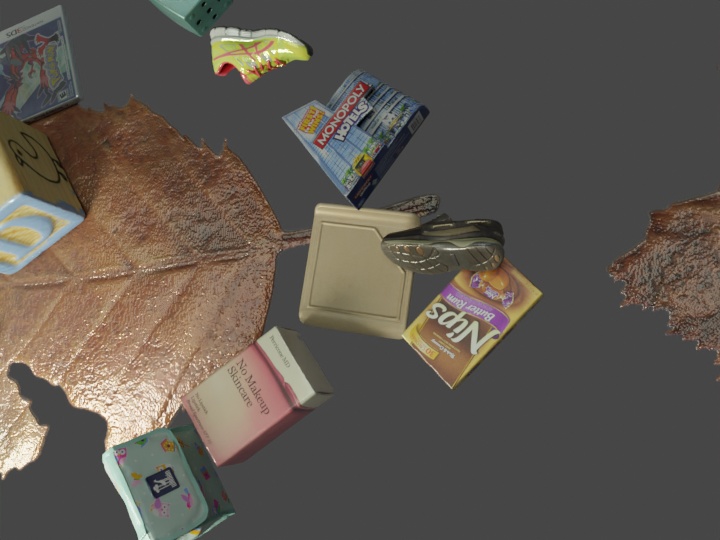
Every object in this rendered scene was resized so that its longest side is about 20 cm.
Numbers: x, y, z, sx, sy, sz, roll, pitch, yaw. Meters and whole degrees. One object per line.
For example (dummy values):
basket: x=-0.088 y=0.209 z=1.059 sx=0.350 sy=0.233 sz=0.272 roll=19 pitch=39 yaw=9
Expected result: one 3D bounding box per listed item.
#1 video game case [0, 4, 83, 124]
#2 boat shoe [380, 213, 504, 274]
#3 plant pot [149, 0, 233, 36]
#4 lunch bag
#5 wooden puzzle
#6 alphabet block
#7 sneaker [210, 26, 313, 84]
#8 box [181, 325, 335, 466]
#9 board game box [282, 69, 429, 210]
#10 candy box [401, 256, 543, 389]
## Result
video game case: x=-0.633 y=-0.391 z=1.482 sx=0.179 sy=0.023 sz=0.204 roll=-18 pitch=77 yaw=12
boat shoe: x=0.128 y=-0.043 z=1.171 sx=0.196 sy=0.075 sz=0.074 roll=3 pitch=53 yaw=25
plant pot: x=-0.333 y=-0.531 z=1.366 sx=0.141 sy=0.141 sz=0.200 roll=-45 pitch=80 yaw=4
lunch bag: x=-0.303 y=0.340 z=1.189 sx=0.121 sy=0.200 sz=0.172 roll=-33 pitch=74 yaw=8
wooden puzzle: x=0.000 y=0.000 z=1.249 sx=0.181 sy=0.037 sz=0.204 roll=7 pitch=88 yaw=15
alphabet block: x=-0.649 y=-0.139 z=1.361 sx=0.195 sy=0.195 sz=0.202 roll=-34 pitch=76 yaw=5
sneaker: x=-0.174 y=-0.370 z=1.336 sx=0.196 sy=0.078 sz=0.092 roll=8 pitch=92 yaw=22
box: x=-0.162 y=0.200 z=1.220 sx=0.199 sy=0.109 sz=0.129 roll=-37 pitch=74 yaw=7
board game box: x=-0.023 y=-0.237 z=1.261 sx=0.199 sy=0.062 sz=0.201 roll=35 pitch=88 yaw=28
candy box: x=0.172 y=0.071 z=1.179 sx=0.117 sy=0.056 sz=0.200 roll=44 pitch=95 yaw=16
